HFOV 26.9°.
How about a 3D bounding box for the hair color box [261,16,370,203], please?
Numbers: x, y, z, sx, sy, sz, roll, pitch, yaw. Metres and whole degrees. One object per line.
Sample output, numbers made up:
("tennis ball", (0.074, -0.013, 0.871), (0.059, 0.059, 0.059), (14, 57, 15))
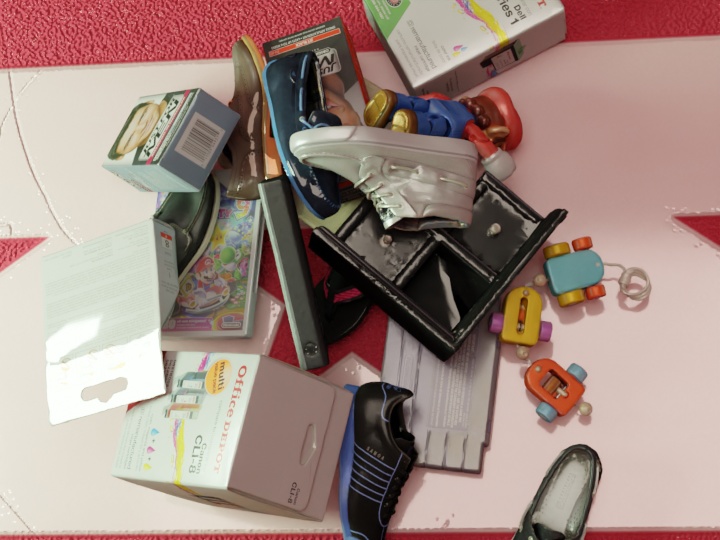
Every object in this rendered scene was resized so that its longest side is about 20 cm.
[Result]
("hair color box", (-0.038, -0.178, 1.715), (0.101, 0.061, 0.201), (-19, 70, 6))

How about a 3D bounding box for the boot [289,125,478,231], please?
("boot", (0.024, -0.092, 1.559), (0.199, 0.074, 0.096), (4, 78, -6))

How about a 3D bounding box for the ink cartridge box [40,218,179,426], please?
("ink cartridge box", (-0.270, 0.059, 1.645), (0.162, 0.050, 0.201), (-17, 70, 25))

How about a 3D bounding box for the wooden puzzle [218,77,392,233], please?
("wooden puzzle", (-0.043, -0.153, 1.763), (0.200, 0.046, 0.185), (34, 81, 15))

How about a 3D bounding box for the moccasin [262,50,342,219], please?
("moccasin", (-0.054, -0.155, 1.634), (0.068, 0.080, 0.201), (-25, 70, 18))

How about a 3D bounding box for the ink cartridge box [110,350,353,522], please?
("ink cartridge box", (-0.135, 0.172, 1.589), (0.200, 0.144, 0.146), (-2, 69, 44))

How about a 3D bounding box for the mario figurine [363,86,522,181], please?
("mario figurine", (0.098, -0.147, 1.690), (0.200, 0.106, 0.124), (0, 72, -38))

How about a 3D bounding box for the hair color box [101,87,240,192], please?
("hair color box", (-0.218, -0.146, 1.710), (0.061, 0.200, 0.099), (32, 78, -24))

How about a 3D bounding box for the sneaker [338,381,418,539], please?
("sneaker", (0.022, 0.219, 1.611), (0.078, 0.070, 0.201), (-1, 97, 18))

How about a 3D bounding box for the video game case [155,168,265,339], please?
("video game case", (-0.180, -0.019, 1.740), (0.143, 0.018, 0.201), (-2, 73, 25))

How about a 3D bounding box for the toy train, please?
("toy train", (0.225, 0.063, 1.665), (0.150, 0.056, 0.200), (36, 77, 1))

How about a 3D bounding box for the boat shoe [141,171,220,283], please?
("boat shoe", (-0.225, -0.032, 1.717), (0.072, 0.068, 0.200), (26, 84, 32))

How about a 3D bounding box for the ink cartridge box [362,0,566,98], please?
("ink cartridge box", (0.122, -0.300, 1.761), (0.200, 0.084, 0.145), (-27, 73, -1))

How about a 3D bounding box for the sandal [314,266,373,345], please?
("sandal", (0.000, 0.000, 1.699), (0.200, 0.045, 0.075), (-47, 58, 3))

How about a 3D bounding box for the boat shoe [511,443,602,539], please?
("boat shoe", (0.201, 0.277, 1.601), (0.075, 0.060, 0.201), (16, 77, 12))

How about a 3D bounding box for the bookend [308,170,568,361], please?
("bookend", (0.083, -0.042, 1.638), (0.199, 0.092, 0.200), (41, 79, 3))

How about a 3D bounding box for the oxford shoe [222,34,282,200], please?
("oxford shoe", (-0.134, -0.175, 1.713), (0.073, 0.071, 0.201), (-8, 71, -5))

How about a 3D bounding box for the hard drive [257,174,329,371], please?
("hard drive", (-0.071, -0.002, 1.612), (0.033, 0.140, 0.201), (-13, 95, -1))

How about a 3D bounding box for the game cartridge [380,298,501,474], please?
("game cartridge", (0.087, 0.121, 1.676), (0.129, 0.038, 0.201), (7, 75, 6))
